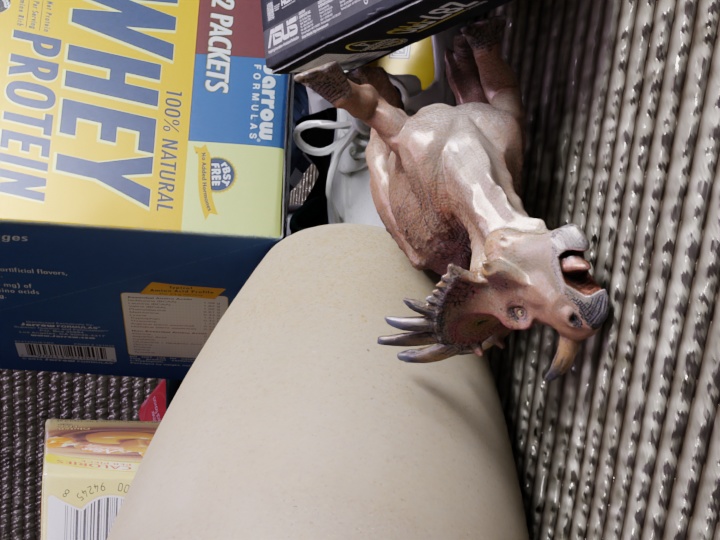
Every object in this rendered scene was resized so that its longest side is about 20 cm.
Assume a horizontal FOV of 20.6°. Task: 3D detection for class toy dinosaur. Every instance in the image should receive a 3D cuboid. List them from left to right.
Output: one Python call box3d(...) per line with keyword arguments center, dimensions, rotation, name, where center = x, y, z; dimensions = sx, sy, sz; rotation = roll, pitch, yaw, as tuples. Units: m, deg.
box3d(center=(0.038, -0.024, 0.791), dimensions=(0.200, 0.086, 0.136), rotation=(-63, -44, -86), name="toy dinosaur")

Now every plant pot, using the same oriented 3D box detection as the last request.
box3d(center=(-0.010, 0.086, 0.826), dimensions=(0.187, 0.187, 0.200), rotation=(102, 177, -52), name="plant pot")

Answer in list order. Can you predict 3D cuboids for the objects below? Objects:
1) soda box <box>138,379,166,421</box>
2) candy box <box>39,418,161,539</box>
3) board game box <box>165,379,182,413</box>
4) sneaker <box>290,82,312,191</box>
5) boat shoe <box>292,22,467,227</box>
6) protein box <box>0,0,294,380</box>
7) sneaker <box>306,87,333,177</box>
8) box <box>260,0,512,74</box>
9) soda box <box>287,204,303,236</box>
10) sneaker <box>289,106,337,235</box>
box3d(center=(-0.069, 0.139, 1.140), dimensions=(0.070, 0.063, 0.200), rotation=(-49, 42, 28), name="soda box")
box3d(center=(-0.054, 0.110, 0.957), dimensions=(0.115, 0.199, 0.055), rotation=(-131, 45, -78), name="candy box")
box3d(center=(-0.040, 0.100, 1.093), dimensions=(0.028, 0.135, 0.200), rotation=(95, 172, -46), name="board game box")
box3d(center=(-0.055, -0.078, 1.167), dimensions=(0.200, 0.075, 0.085), rotation=(-56, 1, 43), name="sneaker")
box3d(center=(0.013, -0.072, 0.913), dimensions=(0.086, 0.074, 0.203), rotation=(27, -113, -67), name="boat shoe")
box3d(center=(-0.134, -0.043, 0.976), dimensions=(0.200, 0.198, 0.135), rotation=(99, 173, -67), name="protein box")
box3d(center=(-0.004, -0.114, 1.080), dimensions=(0.082, 0.075, 0.200), rotation=(-109, 21, -63), name="sneaker")
box3d(center=(0.011, -0.172, 0.771), dimensions=(0.200, 0.049, 0.162), rotation=(166, 97, -66), name="box")
box3d(center=(-0.029, -0.007, 1.265), dimensions=(0.200, 0.068, 0.064), rotation=(-154, 66, -81), name="soda box")
box3d(center=(0.000, 0.000, 1.035), dimensions=(0.075, 0.079, 0.200), rotation=(-105, 17, -62), name="sneaker")
